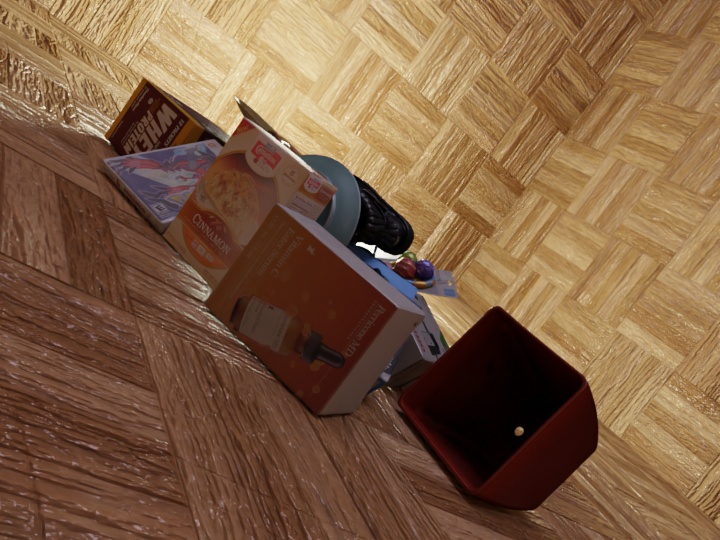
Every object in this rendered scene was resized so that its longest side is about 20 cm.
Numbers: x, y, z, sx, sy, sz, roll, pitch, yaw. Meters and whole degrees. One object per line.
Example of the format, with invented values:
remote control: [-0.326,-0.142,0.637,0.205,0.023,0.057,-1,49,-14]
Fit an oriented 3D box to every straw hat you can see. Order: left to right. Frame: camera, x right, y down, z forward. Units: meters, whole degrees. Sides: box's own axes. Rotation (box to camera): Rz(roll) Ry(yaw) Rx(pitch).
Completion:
straw hat: [-0.172,-0.205,1.261,0.201,0.085,0.201,43,8,-7]

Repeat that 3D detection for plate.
plate: [-0.095,-0.081,1.014,0.200,0.200,0.026,41,-4,33]

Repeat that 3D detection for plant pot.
plant pot: [0.208,0.210,0.990,0.176,0.200,0.200,47,-1,-37]

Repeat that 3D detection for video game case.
video game case: [-0.260,-0.136,1.100,0.199,0.023,0.182,-21,49,-38]

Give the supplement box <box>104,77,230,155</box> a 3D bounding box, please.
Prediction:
supplement box: [-0.320,-0.217,1.329,0.197,0.133,0.200,42,8,33]

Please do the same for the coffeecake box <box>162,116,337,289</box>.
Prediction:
coffeecake box: [-0.151,-0.078,0.973,0.153,0.201,0.073,40,8,32]

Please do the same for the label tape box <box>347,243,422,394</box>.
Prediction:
label tape box: [0.004,0.046,1.000,0.144,0.201,0.063,35,-36,-8]

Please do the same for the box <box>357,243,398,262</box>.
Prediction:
box: [0.033,0.020,1.449,0.097,0.126,0.200,5,10,-3]

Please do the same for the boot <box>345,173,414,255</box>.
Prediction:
boot: [-0.024,-0.103,1.098,0.211,0.080,0.157,35,11,30]

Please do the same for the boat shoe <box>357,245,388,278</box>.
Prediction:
boat shoe: [0.000,0.000,1.142,0.200,0.069,0.085,-3,60,-60]

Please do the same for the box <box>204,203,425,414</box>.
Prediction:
box: [-0.053,0.046,0.846,0.200,0.153,0.106,39,7,23]

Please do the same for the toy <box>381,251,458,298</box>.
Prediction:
toy: [0.074,-0.006,1.283,0.198,0.048,0.115,7,25,-2]

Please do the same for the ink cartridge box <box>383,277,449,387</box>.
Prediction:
ink cartridge box: [0.068,0.105,1.156,0.147,0.083,0.200,64,16,19]
